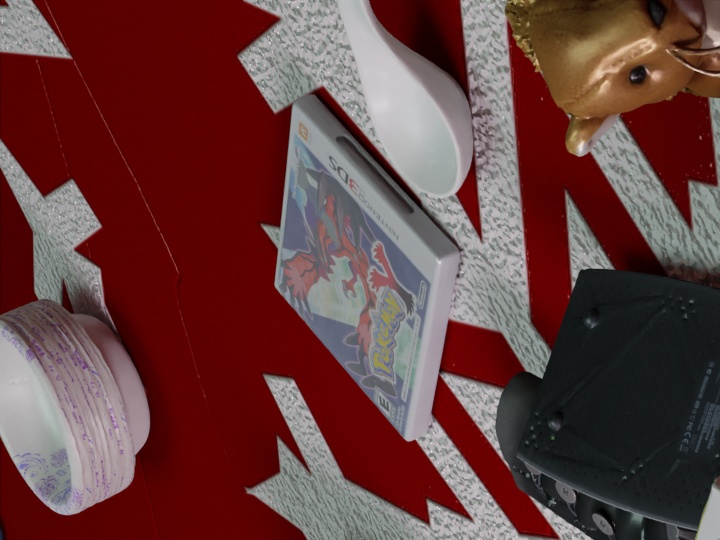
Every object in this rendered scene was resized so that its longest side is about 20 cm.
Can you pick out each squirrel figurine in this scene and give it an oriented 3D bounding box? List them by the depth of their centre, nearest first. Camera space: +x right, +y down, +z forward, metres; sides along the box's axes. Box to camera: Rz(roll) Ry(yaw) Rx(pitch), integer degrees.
[{"bbox_3d":[0.151,-0.120,1.121,0.200,0.186,0.142,-9,104,63],"label":"squirrel figurine"}]

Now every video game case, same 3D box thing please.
[{"bbox_3d":[0.000,0.000,1.684,0.182,0.023,0.200,48,149,31],"label":"video game case"}]

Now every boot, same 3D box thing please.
[{"bbox_3d":[0.162,0.116,1.447,0.200,0.066,0.165,42,144,46],"label":"boot"}]

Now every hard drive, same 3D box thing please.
[{"bbox_3d":[0.179,0.075,1.323,0.200,0.042,0.135,15,85,56],"label":"hard drive"}]

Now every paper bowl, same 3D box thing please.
[{"bbox_3d":[-0.275,0.122,2.201,0.201,0.104,0.201,43,147,38],"label":"paper bowl"}]

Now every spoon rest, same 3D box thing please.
[{"bbox_3d":[0.025,-0.138,1.481,0.099,0.061,0.200,22,130,54],"label":"spoon rest"}]

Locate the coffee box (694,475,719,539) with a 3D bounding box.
[{"bbox_3d":[0.284,0.184,1.115,0.198,0.199,0.200,47,149,33],"label":"coffee box"}]

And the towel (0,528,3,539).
[{"bbox_3d":[-0.497,0.290,2.815,0.200,0.048,0.112,43,145,38],"label":"towel"}]
